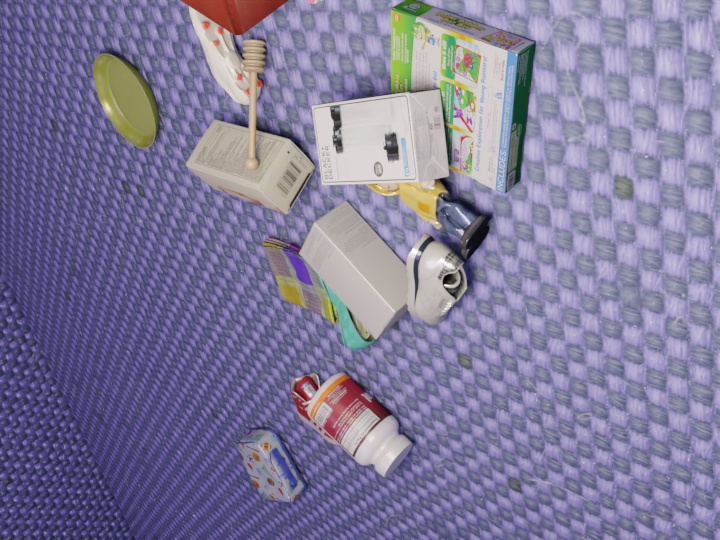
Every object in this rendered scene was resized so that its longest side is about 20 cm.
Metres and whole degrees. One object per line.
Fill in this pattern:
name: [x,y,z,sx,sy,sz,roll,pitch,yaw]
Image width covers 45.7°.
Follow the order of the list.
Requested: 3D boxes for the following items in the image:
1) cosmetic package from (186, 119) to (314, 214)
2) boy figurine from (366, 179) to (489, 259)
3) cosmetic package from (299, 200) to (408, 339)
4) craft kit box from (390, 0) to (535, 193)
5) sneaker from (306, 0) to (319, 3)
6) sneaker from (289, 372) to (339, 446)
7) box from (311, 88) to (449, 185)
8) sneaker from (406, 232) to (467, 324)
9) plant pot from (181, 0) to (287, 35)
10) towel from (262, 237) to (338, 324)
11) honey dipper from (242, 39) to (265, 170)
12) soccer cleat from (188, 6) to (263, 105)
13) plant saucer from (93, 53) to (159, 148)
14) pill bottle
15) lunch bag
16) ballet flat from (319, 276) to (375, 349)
cosmetic package: [-0.188,-0.178,1.449,0.199,0.104,0.087,23,167,39]
boy figurine: [0.091,-0.104,1.217,0.199,0.065,0.125,36,167,17]
cosmetic package: [0.000,0.000,1.415,0.200,0.085,0.108,47,147,8]
craft kit box: [0.124,-0.224,1.103,0.196,0.048,0.202,28,139,29]
sneaker: [-0.018,-0.433,1.063,0.073,0.088,0.200,30,126,-12]
sneaker: [-0.076,0.286,1.775,0.199,0.071,0.114,19,137,43]
box: [0.023,-0.176,1.153,0.199,0.060,0.118,7,108,49]
sneaker: [0.120,0.030,1.286,0.080,0.077,0.201,25,156,24]
plant pot: [-0.175,-0.446,1.151,0.199,0.200,0.177,36,155,24]
towel: [-0.113,0.019,1.599,0.199,0.023,0.145,21,135,53]
honey dipper: [-0.172,-0.260,1.352,0.038,0.038,0.203,9,98,46]
soccer cleat: [-0.230,-0.361,1.391,0.077,0.069,0.202,1,123,53]
plant saucer: [-0.467,-0.345,1.722,0.199,0.031,0.202,32,141,30]
pill bottle: [0.001,0.301,1.658,0.200,0.113,0.114,40,144,19]
lunch bag: [-0.219,0.489,2.130,0.160,0.075,0.202,-18,105,53]
ballet flat: [-0.016,0.051,1.512,0.070,0.068,0.202,-6,118,25]
